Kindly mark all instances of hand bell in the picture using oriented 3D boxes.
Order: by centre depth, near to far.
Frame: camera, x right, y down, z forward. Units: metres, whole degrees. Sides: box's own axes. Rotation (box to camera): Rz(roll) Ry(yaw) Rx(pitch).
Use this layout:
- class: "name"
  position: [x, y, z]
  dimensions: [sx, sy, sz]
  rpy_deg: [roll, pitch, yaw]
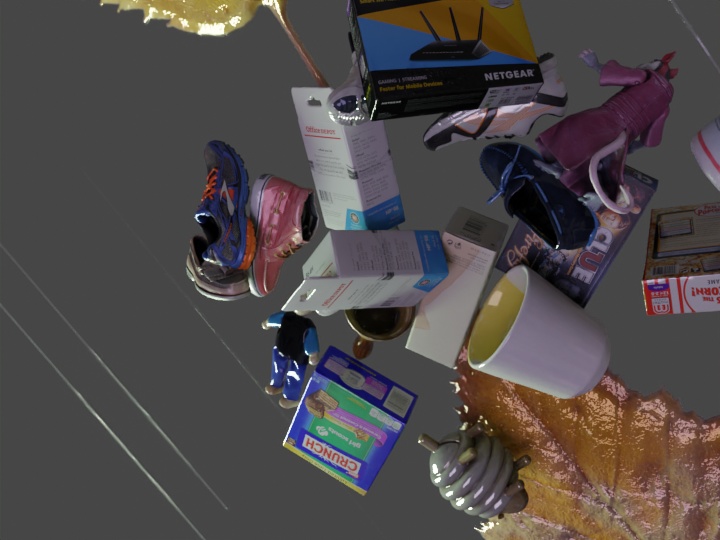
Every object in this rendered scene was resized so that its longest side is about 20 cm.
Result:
- class: "hand bell"
  position: [0.012, 0.092, 1.178]
  dimensions: [0.103, 0.105, 0.201]
  rpy_deg: [31, 154, 6]

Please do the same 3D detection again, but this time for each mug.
- class: "mug"
  position: [0.243, 0.086, 1.047]
  dimensions: [0.152, 0.187, 0.151]
  rpy_deg: [27, 108, -8]

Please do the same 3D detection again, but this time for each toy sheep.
- class: "toy sheep"
  position: [0.175, 0.307, 1.205]
  dimensions: [0.199, 0.138, 0.138]
  rpy_deg: [38, 124, -3]

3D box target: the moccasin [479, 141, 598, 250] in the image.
- class: "moccasin"
  position: [0.206, -0.099, 0.962]
  dimensions: [0.200, 0.068, 0.081]
  rpy_deg: [47, 145, 42]

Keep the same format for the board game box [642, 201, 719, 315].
- class: "board game box"
  position: [0.406, -0.022, 0.888]
  dimensions: [0.150, 0.200, 0.047]
  rpy_deg: [-6, 114, 27]

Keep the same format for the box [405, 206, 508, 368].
- class: "box"
  position: [0.135, 0.025, 1.098]
  dimensions: [0.077, 0.095, 0.202]
  rpy_deg: [22, 121, 10]

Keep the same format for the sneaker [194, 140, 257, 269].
- class: "sneaker"
  position: [-0.207, -0.100, 1.154]
  dimensions: [0.075, 0.078, 0.203]
  rpy_deg: [-33, 65, 54]

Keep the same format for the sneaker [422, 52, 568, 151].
- class: "sneaker"
  position: [0.168, -0.191, 0.983]
  dimensions: [0.198, 0.074, 0.081]
  rpy_deg: [-23, 107, 32]

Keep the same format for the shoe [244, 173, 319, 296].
- class: "shoe"
  position: [-0.120, -0.041, 1.189]
  dimensions: [0.090, 0.071, 0.203]
  rpy_deg: [18, 117, 21]

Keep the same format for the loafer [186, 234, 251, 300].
- class: "loafer"
  position: [-0.229, -0.007, 1.212]
  dimensions: [0.199, 0.071, 0.064]
  rpy_deg: [25, 123, 57]

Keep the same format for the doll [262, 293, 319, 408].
- class: "doll"
  position: [-0.114, 0.122, 1.280]
  dimensions: [0.136, 0.048, 0.202]
  rpy_deg: [36, 124, 33]

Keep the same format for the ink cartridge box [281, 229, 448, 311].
- class: "ink cartridge box"
  position: [0.000, 0.000, 1.019]
  dimensions: [0.116, 0.197, 0.068]
  rpy_deg: [134, 130, -56]

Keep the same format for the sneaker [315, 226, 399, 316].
- class: "sneaker"
  position: [-0.022, -0.001, 1.158]
  dimensions: [0.074, 0.087, 0.201]
  rpy_deg: [37, 125, 2]

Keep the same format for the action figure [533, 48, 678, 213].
- class: "action figure"
  position: [0.294, -0.177, 0.889]
  dimensions: [0.134, 0.149, 0.200]
  rpy_deg: [43, 92, -13]

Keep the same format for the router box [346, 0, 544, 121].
- class: "router box"
  position: [0.093, -0.257, 0.891]
  dimensions: [0.051, 0.197, 0.151]
  rpy_deg: [115, 144, -69]

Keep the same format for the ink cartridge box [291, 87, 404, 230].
- class: "ink cartridge box"
  position: [-0.016, -0.155, 1.049]
  dimensions: [0.115, 0.066, 0.202]
  rpy_deg: [20, 129, 54]

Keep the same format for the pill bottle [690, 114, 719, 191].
- class: "pill bottle"
  position: [0.469, -0.165, 0.840]
  dimensions: [0.109, 0.109, 0.200]
  rpy_deg: [45, 124, -3]

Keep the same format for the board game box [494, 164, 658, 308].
- class: "board game box"
  position: [0.278, -0.058, 1.025]
  dimensions: [0.134, 0.035, 0.202]
  rpy_deg: [27, 123, 9]

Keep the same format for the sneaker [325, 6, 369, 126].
- class: "sneaker"
  position: [0.004, -0.266, 0.954]
  dimensions: [0.130, 0.198, 0.080]
  rpy_deg: [50, 152, 5]

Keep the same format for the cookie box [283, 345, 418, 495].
- class: "cookie box"
  position: [-0.020, 0.250, 1.287]
  dimensions: [0.170, 0.075, 0.201]
  rpy_deg: [29, 129, 7]
